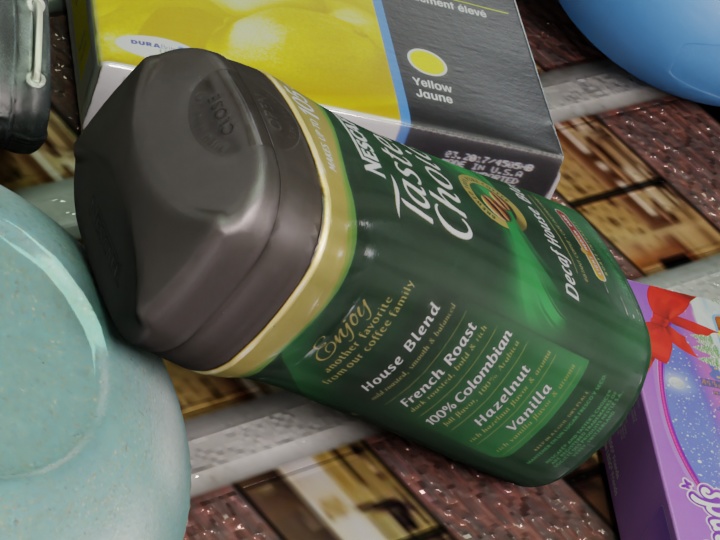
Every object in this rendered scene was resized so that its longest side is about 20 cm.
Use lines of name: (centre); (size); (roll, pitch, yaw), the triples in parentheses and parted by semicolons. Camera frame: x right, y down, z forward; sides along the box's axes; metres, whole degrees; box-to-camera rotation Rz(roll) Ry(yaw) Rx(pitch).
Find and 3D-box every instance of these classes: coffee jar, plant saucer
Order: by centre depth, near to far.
plant saucer: (-0.132, 0.030, 0.817); (0.201, 0.039, 0.201); (22, 45, -24)
coffee jar: (0.000, 0.000, 0.886); (0.200, 0.085, 0.104); (21, 30, -39)

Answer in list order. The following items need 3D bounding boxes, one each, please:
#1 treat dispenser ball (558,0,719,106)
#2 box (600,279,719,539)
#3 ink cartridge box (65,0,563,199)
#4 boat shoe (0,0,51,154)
treat dispenser ball: (0.173, -0.171, 1.157); (0.201, 0.201, 0.201); (15, 36, -11)
box: (0.160, 0.091, 0.948); (0.137, 0.039, 0.200); (13, 36, -15)
ink cartridge box: (-0.027, -0.111, 1.103); (0.197, 0.047, 0.200); (9, 40, -19)
boat shoe: (-0.146, -0.118, 1.023); (0.060, 0.076, 0.200); (12, 49, -15)
